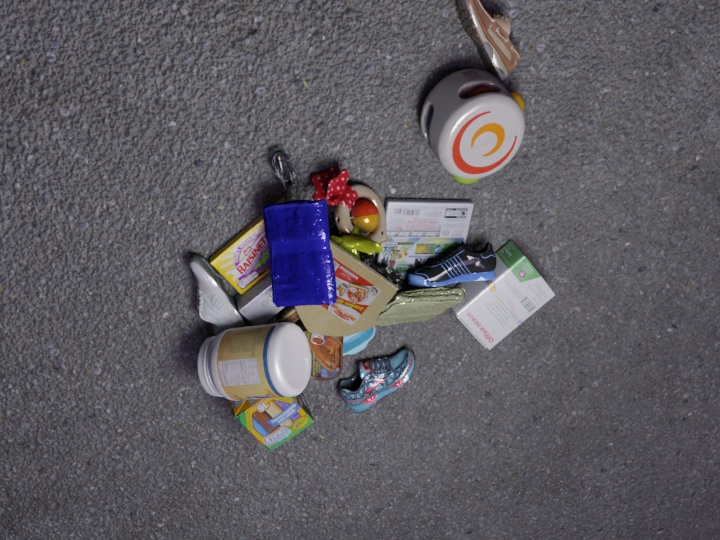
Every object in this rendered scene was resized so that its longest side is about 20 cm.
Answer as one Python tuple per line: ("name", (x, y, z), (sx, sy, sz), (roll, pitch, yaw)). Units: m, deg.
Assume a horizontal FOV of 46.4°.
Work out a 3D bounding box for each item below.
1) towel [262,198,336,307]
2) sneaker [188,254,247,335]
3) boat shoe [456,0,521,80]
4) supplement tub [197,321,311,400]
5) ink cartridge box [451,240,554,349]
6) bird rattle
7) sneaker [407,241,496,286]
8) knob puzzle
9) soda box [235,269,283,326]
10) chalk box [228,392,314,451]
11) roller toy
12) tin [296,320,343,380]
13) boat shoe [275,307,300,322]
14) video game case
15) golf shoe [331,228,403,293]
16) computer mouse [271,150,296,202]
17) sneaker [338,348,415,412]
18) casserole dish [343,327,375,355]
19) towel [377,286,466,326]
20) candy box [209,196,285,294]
("towel", (-0.120, -0.030, 1.593), (0.145, 0.049, 0.204), (-4, 96, 32))
("sneaker", (-0.303, 0.058, 1.701), (0.079, 0.071, 0.202), (-25, 124, 2))
("boat shoe", (0.244, -0.454, 1.582), (0.071, 0.076, 0.200), (-38, 132, 2))
("supplement tub", (-0.213, 0.185, 1.687), (0.196, 0.146, 0.146), (-8, 128, 27))
("ink cartridge box", (0.311, 0.057, 1.885), (0.200, 0.088, 0.145), (-42, 122, 7))
("bird rattle", (-0.016, -0.110, 1.671), (0.161, 0.204, 0.112), (-10, 168, -46))
("sneaker", (0.194, -0.014, 1.801), (0.196, 0.070, 0.080), (-7, 100, -8))
("knob puzzle", (-0.048, 0.050, 1.665), (0.215, 0.031, 0.223), (4, 122, 6))
("soda box", (-0.161, 0.025, 1.726), (0.199, 0.068, 0.064), (-39, 122, 7))
("chalk box", (-0.190, 0.294, 1.832), (0.123, 0.126, 0.201), (-32, 132, 2))
("roller toy", (0.214, -0.288, 1.623), (0.200, 0.141, 0.181), (-44, 132, 17))
("tin", (-0.092, 0.171, 1.805), (0.109, 0.042, 0.202), (4, 143, 0))
("boat shoe", (-0.087, 0.062, 1.723), (0.199, 0.072, 0.068), (-35, 110, 16))
("video game case", (0.134, -0.065, 1.797), (0.196, 0.022, 0.185), (-1, 119, -18))
("golf shoe", (0.000, 0.000, 1.753), (0.088, 0.078, 0.200), (-36, 109, 29))
("computer mouse", (-0.142, -0.136, 1.639), (0.057, 0.034, 0.204), (5, 115, 19))
("sneaker", (0.036, 0.239, 1.907), (0.199, 0.080, 0.096), (-39, 121, 7))
("casserole dish", (-0.046, 0.098, 1.824), (0.120, 0.039, 0.202), (-29, 123, 1))
("towel", (0.118, 0.079, 1.804), (0.197, 0.037, 0.148), (-5, 160, -33))
("candy box", (-0.199, -0.049, 1.698), (0.199, 0.026, 0.102), (-39, 119, 6))
